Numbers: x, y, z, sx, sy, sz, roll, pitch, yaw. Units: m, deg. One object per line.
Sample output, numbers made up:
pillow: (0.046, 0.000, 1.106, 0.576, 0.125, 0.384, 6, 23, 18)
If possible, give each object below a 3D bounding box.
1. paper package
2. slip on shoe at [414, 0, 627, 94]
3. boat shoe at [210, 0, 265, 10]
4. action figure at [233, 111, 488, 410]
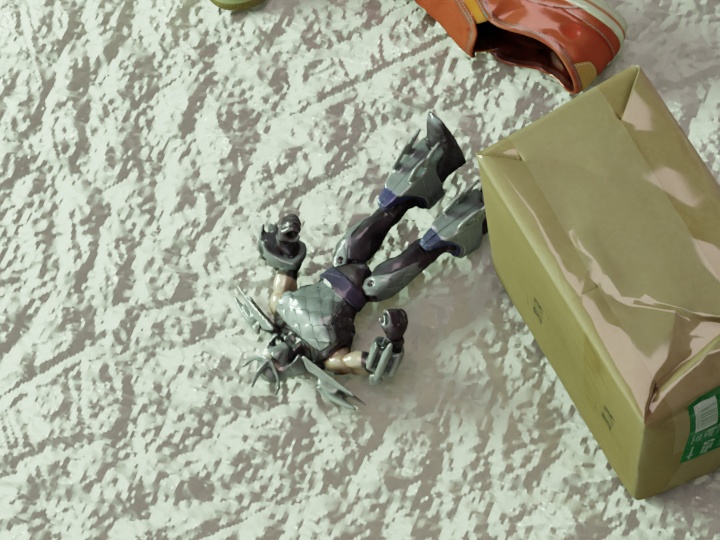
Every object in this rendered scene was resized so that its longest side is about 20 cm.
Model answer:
paper package: (0.156, 0.016, 0.923, 0.103, 0.200, 0.191, -28, 68, -4)
slip on shoe: (0.076, -0.176, 1.081, 0.199, 0.074, 0.061, 26, 77, 11)
boat shoe: (-0.087, -0.283, 1.147, 0.073, 0.063, 0.201, -8, 67, 5)
action figure: (0.000, 0.000, 1.022, 0.130, 0.069, 0.200, 43, 83, 15)
